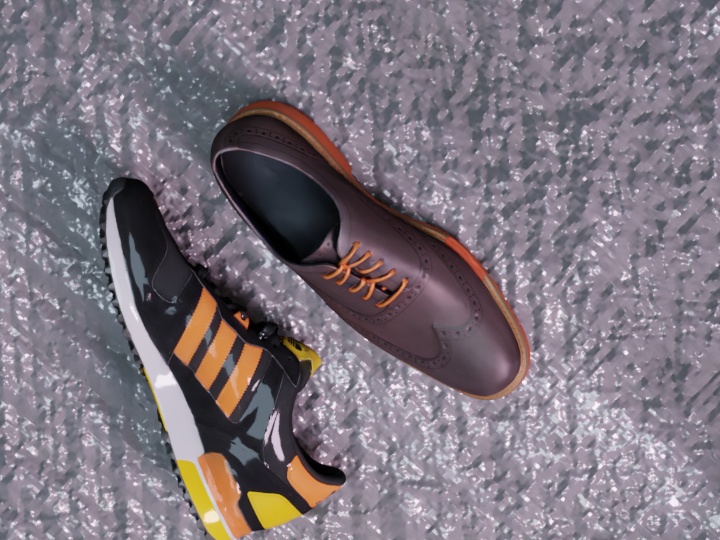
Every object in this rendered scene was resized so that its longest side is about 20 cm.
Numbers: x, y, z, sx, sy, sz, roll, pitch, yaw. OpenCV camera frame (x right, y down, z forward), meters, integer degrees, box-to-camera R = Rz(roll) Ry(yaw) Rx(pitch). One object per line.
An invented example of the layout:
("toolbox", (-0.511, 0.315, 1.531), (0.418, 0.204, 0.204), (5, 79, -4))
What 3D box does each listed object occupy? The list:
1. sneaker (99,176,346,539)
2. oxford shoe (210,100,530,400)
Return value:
("sneaker", (-0.070, 0.038, 1.346), (0.089, 0.070, 0.201), (-18, 102, 2))
("oxford shoe", (0.000, 0.000, 1.308), (0.200, 0.073, 0.071), (39, 109, -1))
